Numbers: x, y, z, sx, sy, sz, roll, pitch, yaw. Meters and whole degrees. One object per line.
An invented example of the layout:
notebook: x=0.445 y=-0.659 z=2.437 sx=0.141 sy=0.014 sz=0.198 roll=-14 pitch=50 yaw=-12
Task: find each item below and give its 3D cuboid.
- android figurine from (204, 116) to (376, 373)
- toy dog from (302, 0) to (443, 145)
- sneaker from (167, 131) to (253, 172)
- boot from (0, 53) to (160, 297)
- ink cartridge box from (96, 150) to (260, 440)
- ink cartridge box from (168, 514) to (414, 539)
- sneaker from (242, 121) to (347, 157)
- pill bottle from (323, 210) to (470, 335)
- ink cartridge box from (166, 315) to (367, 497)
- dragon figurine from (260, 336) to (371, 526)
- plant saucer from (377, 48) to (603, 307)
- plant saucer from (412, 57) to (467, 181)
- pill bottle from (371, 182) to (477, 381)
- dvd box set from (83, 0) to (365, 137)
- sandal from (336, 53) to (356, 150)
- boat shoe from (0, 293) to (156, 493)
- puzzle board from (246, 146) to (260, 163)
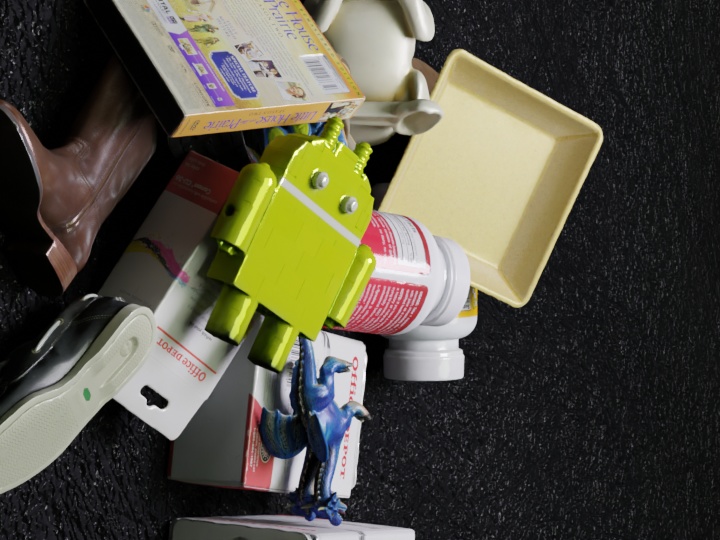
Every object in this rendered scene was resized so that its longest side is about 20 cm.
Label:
android figurine: x=-0.050 y=-0.024 z=1.403 sx=0.182 sy=0.041 sz=0.201 roll=41 pitch=72 yaw=-49
toy dog: x=0.010 y=-0.227 z=1.669 sx=0.194 sy=0.139 sz=0.201 roll=62 pitch=28 yaw=-80
sneaker: x=-0.122 y=-0.099 z=1.483 sx=0.200 sy=0.075 sz=0.088 roll=83 pitch=-11 yaw=-54
boot: x=-0.211 y=-0.110 z=1.310 sx=0.187 sy=0.064 sz=0.200 roll=82 pitch=28 yaw=-46
ink cartridge box: x=-0.141 y=0.022 z=1.411 sx=0.201 sy=0.067 sz=0.116 roll=-58 pitch=144 yaw=-11
ink cartridge box: x=-0.058 y=0.260 z=1.543 sx=0.200 sy=0.145 sz=0.085 roll=17 pitch=76 yaw=-62
sneaker: x=-0.071 y=-0.127 z=1.499 sx=0.200 sy=0.071 sz=0.083 roll=54 pitch=-9 yaw=11
pill bottle: x=0.000 y=0.000 z=1.612 sx=0.199 sy=0.112 sz=0.113 roll=8 pitch=83 yaw=-39
ink cartridge box: x=-0.079 y=0.122 z=1.565 sx=0.200 sy=0.082 sz=0.148 roll=20 pitch=73 yaw=-62
dragon figurine: x=-0.045 y=0.124 z=1.478 sx=0.100 sy=0.059 sz=0.201 roll=-60 pitch=143 yaw=-42
plant saucer: x=0.117 y=-0.091 z=1.741 sx=0.199 sy=0.048 sz=0.201 roll=25 pitch=91 yaw=-28
plant saucer: x=0.098 y=-0.148 z=1.844 sx=0.200 sy=0.029 sz=0.200 roll=46 pitch=17 yaw=-18
pill bottle: x=0.065 y=0.010 z=1.821 sx=0.113 sy=0.112 sz=0.201 roll=-4 pitch=94 yaw=-63
dvd box set: x=-0.106 y=-0.176 z=1.410 sx=0.199 sy=0.029 sz=0.147 roll=-12 pitch=61 yaw=-46
sandal: x=-0.037 y=-0.110 z=1.570 sx=0.201 sy=0.080 sz=0.054 roll=89 pitch=-3 yaw=-51
boat shoe: x=-0.234 y=0.089 z=1.282 sx=0.200 sy=0.067 sz=0.072 roll=-47 pitch=148 yaw=-35
puzzle board: x=-0.068 y=-0.079 z=1.656 sx=0.200 sy=0.017 sz=0.151 roll=61 pitch=39 yaw=-46
